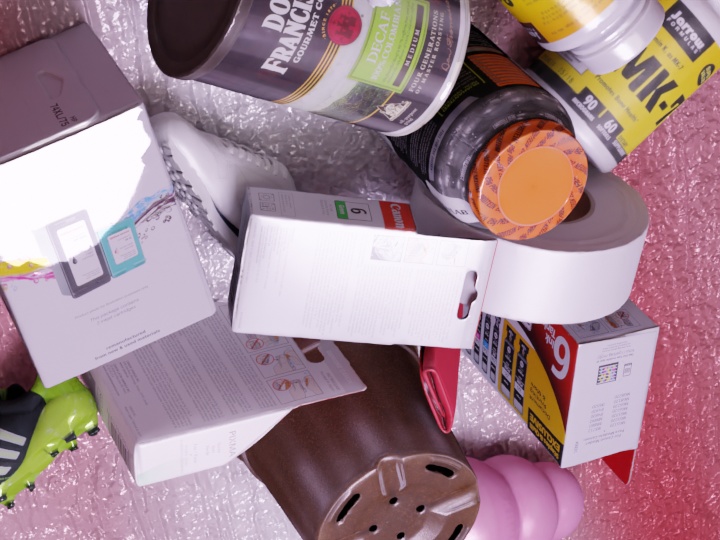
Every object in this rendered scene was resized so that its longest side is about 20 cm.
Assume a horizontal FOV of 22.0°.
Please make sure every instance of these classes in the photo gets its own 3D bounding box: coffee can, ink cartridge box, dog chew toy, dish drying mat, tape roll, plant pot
[{"bbox_3d":[-0.039,-0.193,1.393,0.200,0.146,0.147,12,114,-34],"label":"coffee can"},{"bbox_3d":[-0.221,-0.051,1.389,0.146,0.147,0.200,-24,128,-11],"label":"ink cartridge box"},{"bbox_3d":[0.134,0.234,1.790,0.200,0.125,0.125,-6,123,-34],"label":"dog chew toy"},{"bbox_3d":[0.070,0.045,1.586,0.018,0.200,0.077,-13,127,15],"label":"dish drying mat"},{"bbox_3d":[0.138,-0.036,1.556,0.202,0.202,0.071,-5,123,-26],"label":"tape roll"},{"bbox_3d":[-0.118,0.091,1.528,0.200,0.161,0.050,-10,127,-23],"label":"ink cartridge box"},{"bbox_3d":[-0.003,0.157,1.604,0.200,0.198,0.201,-14,130,-18],"label":"plant pot"},{"bbox_3d":[0.168,0.077,1.646,0.084,0.200,0.176,-11,124,-22],"label":"ink cartridge box"},{"bbox_3d":[0.000,0.000,1.479,0.200,0.050,0.109,5,120,-12],"label":"ink cartridge box"}]

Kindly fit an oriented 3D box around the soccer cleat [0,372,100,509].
[{"bbox_3d":[-0.296,0.145,1.535,0.200,0.081,0.067,-39,165,25],"label":"soccer cleat"}]

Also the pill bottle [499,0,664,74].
[{"bbox_3d":[0.148,-0.249,1.448,0.109,0.109,0.200,-44,112,4],"label":"pill bottle"}]

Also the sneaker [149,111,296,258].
[{"bbox_3d":[-0.105,-0.073,1.493,0.080,0.076,0.200,-44,138,-5],"label":"sneaker"}]

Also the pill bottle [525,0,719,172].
[{"bbox_3d":[0.241,-0.189,1.568,0.200,0.114,0.114,-44,130,4],"label":"pill bottle"}]

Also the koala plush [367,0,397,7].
[{"bbox_3d":[0.000,-0.273,1.261,0.200,0.177,0.184,-53,174,-34],"label":"koala plush"}]

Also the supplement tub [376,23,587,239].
[{"bbox_3d":[0.091,-0.114,1.479,0.122,0.200,0.123,-13,126,-19],"label":"supplement tub"}]
